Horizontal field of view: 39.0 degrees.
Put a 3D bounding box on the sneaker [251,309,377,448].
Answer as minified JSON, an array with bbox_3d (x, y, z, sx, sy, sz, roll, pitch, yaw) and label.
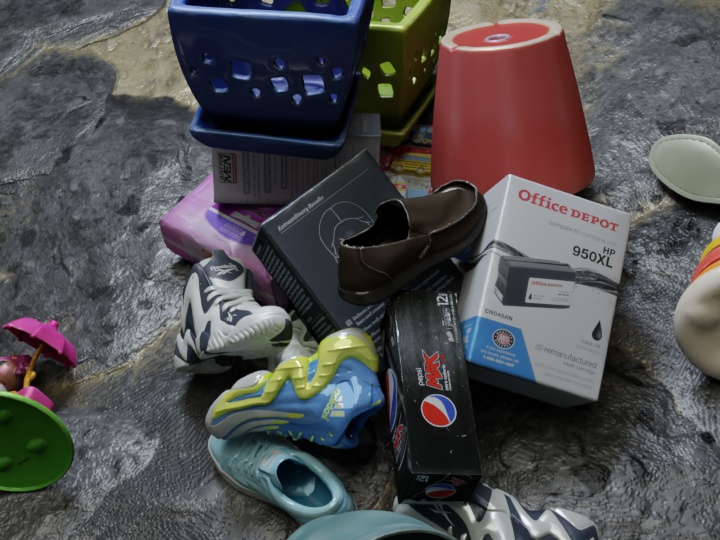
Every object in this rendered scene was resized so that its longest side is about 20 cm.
[{"bbox_3d":[-0.055,0.135,1.096,0.088,0.074,0.200,-36,45,-6],"label":"sneaker"}]

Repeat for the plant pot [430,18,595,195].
[{"bbox_3d":[0.170,-0.189,1.188,0.198,0.179,0.201,-7,25,3],"label":"plant pot"}]

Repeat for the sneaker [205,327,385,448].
[{"bbox_3d":[-0.062,0.143,1.006,0.199,0.076,0.106,-32,69,18],"label":"sneaker"}]

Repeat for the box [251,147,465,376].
[{"bbox_3d":[0.000,0.000,1.105,0.148,0.107,0.201,-36,87,-17],"label":"box"}]

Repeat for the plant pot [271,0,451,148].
[{"bbox_3d":[0.005,-0.279,1.322,0.197,0.183,0.201,10,39,20],"label":"plant pot"}]

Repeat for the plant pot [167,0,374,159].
[{"bbox_3d":[-0.088,-0.239,1.117,0.197,0.181,0.201,6,38,4],"label":"plant pot"}]

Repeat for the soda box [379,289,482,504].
[{"bbox_3d":[0.063,0.117,0.963,0.070,0.064,0.202,3,52,-10],"label":"soda box"}]

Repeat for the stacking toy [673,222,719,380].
[{"bbox_3d":[0.403,0.009,1.072,0.144,0.147,0.201,1,33,14],"label":"stacking toy"}]

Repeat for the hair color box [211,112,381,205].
[{"bbox_3d":[-0.077,-0.134,1.212,0.197,0.100,0.061,1,36,-2],"label":"hair color box"}]

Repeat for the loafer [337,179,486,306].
[{"bbox_3d":[0.054,-0.042,1.009,0.073,0.072,0.200,17,44,41],"label":"loafer"}]

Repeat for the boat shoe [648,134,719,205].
[{"bbox_3d":[0.432,-0.106,1.179,0.200,0.060,0.072,28,106,40],"label":"boat shoe"}]

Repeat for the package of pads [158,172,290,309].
[{"bbox_3d":[-0.138,-0.043,1.249,0.199,0.076,0.121,26,59,29],"label":"package of pads"}]

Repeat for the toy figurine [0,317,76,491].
[{"bbox_3d":[-0.398,0.141,1.155,0.199,0.150,0.185,-29,32,21],"label":"toy figurine"}]

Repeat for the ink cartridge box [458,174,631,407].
[{"bbox_3d":[0.182,0.022,1.042,0.143,0.084,0.202,17,75,-9],"label":"ink cartridge box"}]

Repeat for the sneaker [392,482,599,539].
[{"bbox_3d":[0.112,0.273,0.930,0.197,0.080,0.130,15,47,12],"label":"sneaker"}]

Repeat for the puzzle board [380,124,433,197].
[{"bbox_3d":[0.010,-0.144,1.336,0.198,0.017,0.152,8,54,20],"label":"puzzle board"}]

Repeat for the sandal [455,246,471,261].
[{"bbox_3d":[0.193,-0.015,1.152,0.198,0.080,0.088,7,57,20],"label":"sandal"}]

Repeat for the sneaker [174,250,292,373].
[{"bbox_3d":[-0.142,0.032,1.103,0.079,0.199,0.131,4,73,-28],"label":"sneaker"}]

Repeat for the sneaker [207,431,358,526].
[{"bbox_3d":[-0.083,0.199,1.036,0.199,0.082,0.074,24,59,29],"label":"sneaker"}]

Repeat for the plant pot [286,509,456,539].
[{"bbox_3d":[-0.004,0.294,0.887,0.200,0.202,0.134,-36,26,-17],"label":"plant pot"}]
